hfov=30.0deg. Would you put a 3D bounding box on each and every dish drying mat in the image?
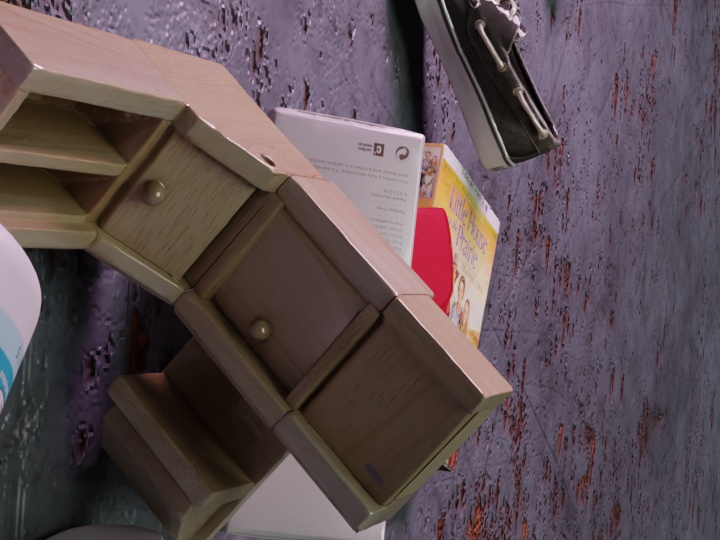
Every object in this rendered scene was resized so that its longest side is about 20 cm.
[{"bbox_3d":[0.000,0.000,0.822,0.199,0.018,0.078,-4,92,-54],"label":"dish drying mat"}]

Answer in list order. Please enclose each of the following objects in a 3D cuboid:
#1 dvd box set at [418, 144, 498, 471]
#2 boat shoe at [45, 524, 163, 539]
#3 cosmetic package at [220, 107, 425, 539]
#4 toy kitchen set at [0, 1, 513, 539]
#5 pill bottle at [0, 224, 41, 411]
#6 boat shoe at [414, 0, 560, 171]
[{"bbox_3d":[0.053,0.030,0.970,0.146,0.029,0.203,46,53,-60],"label":"dvd box set"},{"bbox_3d":[-0.139,0.162,0.525,0.200,0.071,0.070,-35,126,-72],"label":"boat shoe"},{"bbox_3d":[-0.028,0.031,0.681,0.107,0.084,0.203,162,-65,-72],"label":"cosmetic package"},{"bbox_3d":[-0.084,0.035,0.527,0.163,0.200,0.180,-48,163,16],"label":"toy kitchen set"},{"bbox_3d":[-0.171,0.070,0.368,0.111,0.109,0.202,59,40,-52],"label":"pill bottle"},{"bbox_3d":[0.087,-0.171,0.954,0.202,0.063,0.071,65,22,-20],"label":"boat shoe"}]
